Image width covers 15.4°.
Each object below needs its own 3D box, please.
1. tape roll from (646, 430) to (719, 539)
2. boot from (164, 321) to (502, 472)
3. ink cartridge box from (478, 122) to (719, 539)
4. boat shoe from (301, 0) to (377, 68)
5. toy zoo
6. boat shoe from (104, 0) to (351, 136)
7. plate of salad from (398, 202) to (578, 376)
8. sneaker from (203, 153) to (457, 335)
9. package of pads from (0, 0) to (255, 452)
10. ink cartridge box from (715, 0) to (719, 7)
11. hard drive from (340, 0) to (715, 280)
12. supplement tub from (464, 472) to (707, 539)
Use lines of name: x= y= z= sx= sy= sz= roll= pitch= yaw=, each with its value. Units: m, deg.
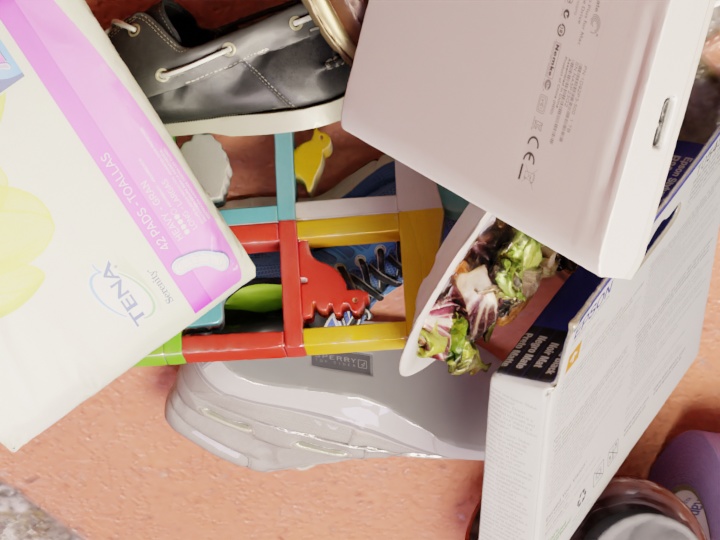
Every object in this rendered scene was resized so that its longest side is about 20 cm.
tape roll: x=0.202 y=0.194 z=1.500 sx=0.065 sy=0.201 sz=0.201 roll=9 pitch=135 yaw=-10
boot: x=-0.008 y=0.075 z=1.477 sx=0.199 sy=0.074 sz=0.096 roll=16 pitch=146 yaw=-14
ink cartridge box: x=0.125 y=0.028 z=1.342 sx=0.040 sy=0.200 sz=0.201 roll=25 pitch=139 yaw=19
boat shoe: x=0.005 y=-0.148 z=1.236 sx=0.067 sy=0.072 sz=0.200 roll=-26 pitch=128 yaw=25
toy zoo: x=-0.038 y=-0.022 z=1.326 sx=0.198 sy=0.132 sz=0.020 roll=-4 pitch=164 yaw=3
boat shoe: x=-0.101 y=-0.100 z=1.297 sx=0.198 sy=0.072 sz=0.068 roll=-5 pitch=111 yaw=9
plate of salad: x=0.088 y=-0.024 z=1.257 sx=0.048 sy=0.200 sz=0.201 roll=37 pitch=132 yaw=10
sneaker: x=0.000 y=0.000 z=1.374 sx=0.199 sy=0.090 sz=0.079 roll=-17 pitch=135 yaw=16
package of pads: x=-0.161 y=-0.034 z=1.226 sx=0.154 sy=0.068 sz=0.201 roll=-36 pitch=116 yaw=-6
ink cartridge box: x=0.135 y=-0.216 z=1.162 sx=0.145 sy=0.085 sz=0.200 roll=-19 pitch=134 yaw=18
hard drive: x=0.067 y=-0.093 z=1.138 sx=0.026 sy=0.200 sz=0.133 roll=5 pitch=107 yaw=-35
supplement tub: x=0.128 y=0.162 z=1.462 sx=0.106 sy=0.108 sz=0.200 roll=9 pitch=178 yaw=-11
